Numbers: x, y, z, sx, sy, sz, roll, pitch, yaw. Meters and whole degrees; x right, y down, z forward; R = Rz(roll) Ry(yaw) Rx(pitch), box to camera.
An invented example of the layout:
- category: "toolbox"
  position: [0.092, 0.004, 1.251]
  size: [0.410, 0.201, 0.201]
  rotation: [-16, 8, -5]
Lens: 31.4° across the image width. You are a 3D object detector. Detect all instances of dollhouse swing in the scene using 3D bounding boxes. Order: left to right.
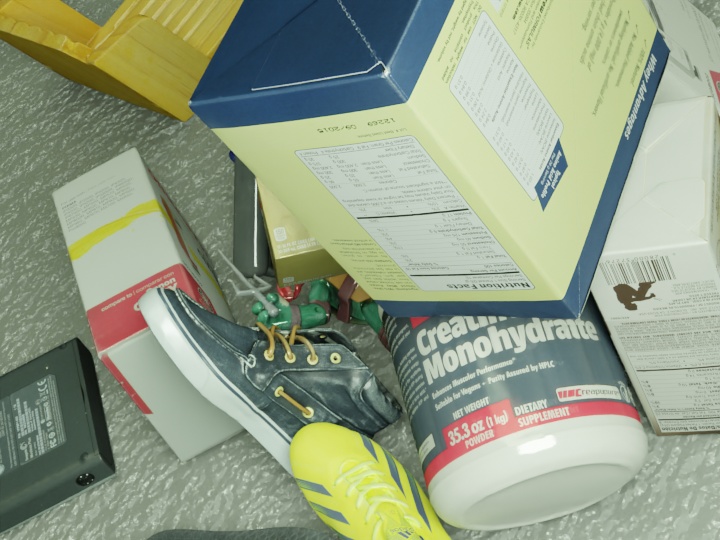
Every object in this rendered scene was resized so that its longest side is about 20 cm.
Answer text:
- category: "dollhouse swing"
  position: [-0.229, -0.266, 1.274]
  size: [0.200, 0.182, 0.176]
  rotation: [24, 86, 39]

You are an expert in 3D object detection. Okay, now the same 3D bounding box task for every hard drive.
- category: "hard drive"
  position: [-0.301, 0.152, 1.037]
  size: [0.199, 0.033, 0.140]
  rotation: [-27, 46, 3]

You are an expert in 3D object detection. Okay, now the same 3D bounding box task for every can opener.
- category: "can opener"
  position: [-0.066, -0.093, 1.038]
  size: [0.067, 0.053, 0.201]
  rotation: [4, 94, 41]

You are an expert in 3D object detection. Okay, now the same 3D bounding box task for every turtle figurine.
- category: "turtle figurine"
  position: [0.000, 0.000, 0.973]
  size: [0.200, 0.101, 0.150]
  rotation: [31, 87, 23]

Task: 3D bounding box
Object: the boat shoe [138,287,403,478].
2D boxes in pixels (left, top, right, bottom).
- category: "boat shoe"
  position: [-0.058, 0.060, 0.877]
  size: [0.091, 0.200, 0.071]
  rotation: [-40, 31, 4]

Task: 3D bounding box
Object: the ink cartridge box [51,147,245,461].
- category: "ink cartridge box"
  position: [-0.157, 0.022, 0.997]
  size: [0.083, 0.145, 0.200]
  rotation: [-29, 46, 0]

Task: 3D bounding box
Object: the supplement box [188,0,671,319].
- category: "supplement box"
  position: [0.050, -0.108, 0.705]
  size: [0.134, 0.200, 0.201]
  rotation: [-1, 55, 40]

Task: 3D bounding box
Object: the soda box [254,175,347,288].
- category: "soda box"
  position: [0.030, -0.048, 0.906]
  size: [0.199, 0.064, 0.068]
  rotation: [-13, 70, -5]

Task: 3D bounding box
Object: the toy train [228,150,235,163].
- category: "toy train"
  position: [-0.050, -0.179, 1.137]
  size: [0.200, 0.085, 0.116]
  rotation: [-52, 32, 6]

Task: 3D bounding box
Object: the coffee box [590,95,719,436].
- category: "coffee box"
  position: [0.202, 0.005, 0.799]
  size: [0.080, 0.200, 0.113]
  rotation: [-6, 51, 25]

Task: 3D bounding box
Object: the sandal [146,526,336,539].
- category: "sandal"
  position: [-0.073, 0.213, 0.875]
  size: [0.200, 0.043, 0.076]
  rotation: [1, 45, 39]

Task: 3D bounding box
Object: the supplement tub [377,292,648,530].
- category: "supplement tub"
  position: [0.090, 0.052, 0.825]
  size: [0.140, 0.140, 0.201]
  rotation: [-20, 64, 9]

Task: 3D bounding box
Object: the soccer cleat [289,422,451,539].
- category: "soccer cleat"
  position: [0.021, 0.164, 0.805]
  size: [0.065, 0.084, 0.200]
  rotation: [-37, 62, -7]

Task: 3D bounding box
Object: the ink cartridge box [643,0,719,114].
- category: "ink cartridge box"
  position: [0.186, -0.164, 0.943]
  size: [0.083, 0.200, 0.147]
  rotation: [-37, 39, 33]
